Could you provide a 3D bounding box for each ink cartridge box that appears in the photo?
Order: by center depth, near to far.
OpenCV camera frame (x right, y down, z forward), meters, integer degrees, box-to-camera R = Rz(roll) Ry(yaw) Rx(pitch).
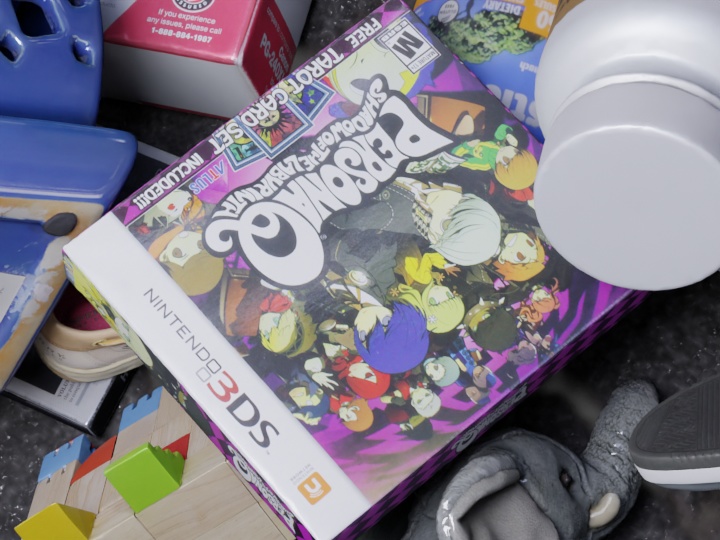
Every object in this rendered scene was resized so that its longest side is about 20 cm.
[{"bbox_3d":[-0.091,-0.192,1.288,0.145,0.083,0.201,11,72,17],"label":"ink cartridge box"}]

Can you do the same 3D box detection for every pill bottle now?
[{"bbox_3d":[0.137,-0.090,1.075,0.114,0.115,0.200,5,43,15],"label":"pill bottle"},{"bbox_3d":[0.055,-0.037,1.185,0.112,0.112,0.201,12,72,17],"label":"pill bottle"}]

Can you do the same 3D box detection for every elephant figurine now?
[{"bbox_3d":[0.052,0.131,1.111,0.141,0.155,0.201,0,74,19],"label":"elephant figurine"}]

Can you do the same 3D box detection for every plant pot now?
[{"bbox_3d":[-0.225,-0.052,1.132,0.200,0.199,0.180,-55,45,36],"label":"plant pot"}]

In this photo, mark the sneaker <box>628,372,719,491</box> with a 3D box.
[{"bbox_3d":[0.229,0.098,1.098,0.199,0.121,0.084,-11,28,30],"label":"sneaker"}]

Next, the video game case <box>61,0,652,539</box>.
[{"bbox_3d":[0.000,0.000,1.088,0.200,0.036,0.181,-38,73,-15],"label":"video game case"}]

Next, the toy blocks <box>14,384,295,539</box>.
[{"bbox_3d":[-0.084,0.098,1.165,0.199,0.100,0.137,-31,21,16],"label":"toy blocks"}]

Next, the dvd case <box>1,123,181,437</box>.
[{"bbox_3d":[-0.187,-0.017,1.284,0.199,0.025,0.151,22,75,19],"label":"dvd case"}]

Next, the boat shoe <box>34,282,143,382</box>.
[{"bbox_3d":[-0.070,-0.009,1.212,0.199,0.069,0.074,-31,80,-11],"label":"boat shoe"}]
